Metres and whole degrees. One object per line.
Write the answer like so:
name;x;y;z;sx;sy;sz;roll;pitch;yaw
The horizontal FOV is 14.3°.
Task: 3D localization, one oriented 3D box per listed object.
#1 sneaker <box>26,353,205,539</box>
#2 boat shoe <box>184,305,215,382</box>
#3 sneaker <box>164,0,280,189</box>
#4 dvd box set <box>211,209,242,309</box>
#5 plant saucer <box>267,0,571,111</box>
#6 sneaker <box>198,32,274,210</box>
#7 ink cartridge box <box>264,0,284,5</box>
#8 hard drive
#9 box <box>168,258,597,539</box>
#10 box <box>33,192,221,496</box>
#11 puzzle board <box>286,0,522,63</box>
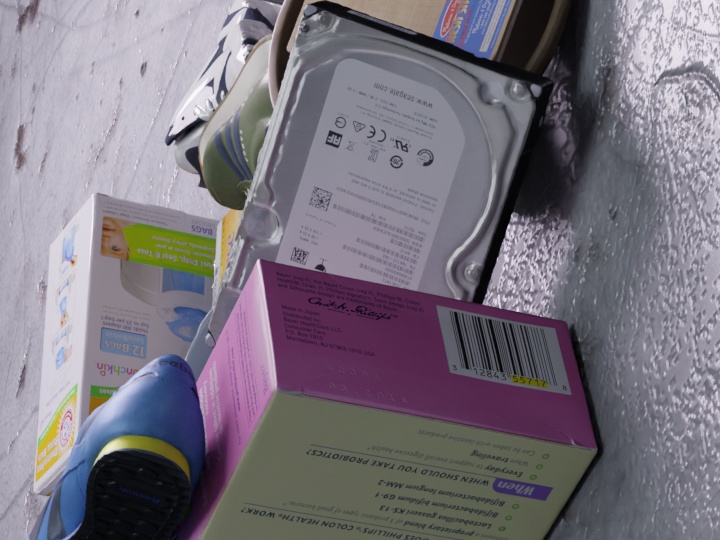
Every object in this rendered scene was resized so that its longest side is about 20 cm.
sneaker;-0.127;0.117;1.487;0.200;0.066;0.078;124;162;-47
boat shoe;-0.077;0.083;1.731;0.086;0.075;0.202;-52;-13;-86
sneaker;-0.077;-0.105;1.935;0.199;0.079;0.130;-122;52;-68
dvd box set;-0.051;-0.009;1.911;0.200;0.029;0.146;134;143;-56
plant saucer;0.036;-0.138;1.613;0.200;0.029;0.200;-18;55;27
sneaker;-0.053;-0.067;1.806;0.200;0.067;0.090;120;139;-59
ink cartridge box;-0.018;-0.268;1.795;0.200;0.145;0.145;-103;32;-51
hard drive;0.008;-0.030;1.543;0.038;0.140;0.200;-31;-39;-71
box;-0.002;0.110;1.489;0.097;0.176;0.200;-100;29;-46
box;-0.162;0.063;2.052;0.101;0.112;0.200;138;139;-57
puzzle board;0.051;-0.204;1.609;0.151;0.017;0.200;7;70;40
